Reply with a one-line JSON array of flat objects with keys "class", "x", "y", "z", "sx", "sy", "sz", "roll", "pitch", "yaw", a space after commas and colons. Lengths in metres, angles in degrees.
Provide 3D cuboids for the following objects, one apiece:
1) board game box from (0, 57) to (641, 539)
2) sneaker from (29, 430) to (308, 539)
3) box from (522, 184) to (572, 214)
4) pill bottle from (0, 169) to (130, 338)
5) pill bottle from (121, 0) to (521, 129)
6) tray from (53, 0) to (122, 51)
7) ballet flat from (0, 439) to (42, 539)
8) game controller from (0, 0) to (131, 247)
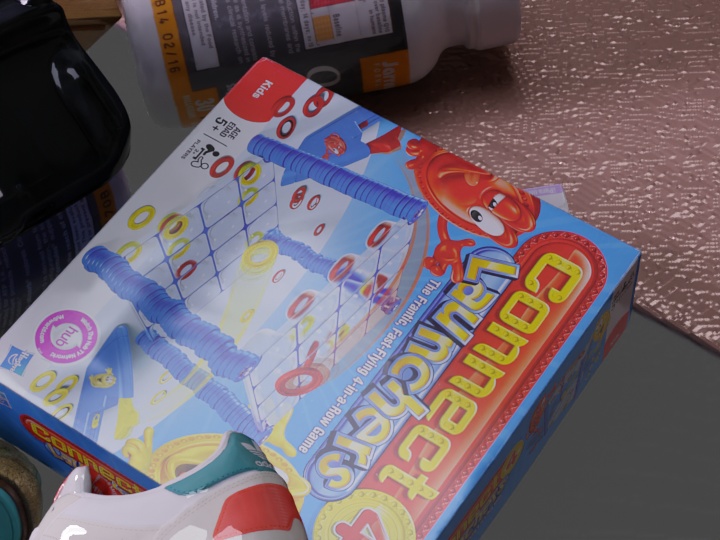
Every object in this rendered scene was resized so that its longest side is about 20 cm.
[{"class": "board game box", "x": -0.018, "y": 0.030, "z": 0.720, "sx": 0.195, "sy": 0.056, "sz": 0.200, "roll": 28, "pitch": 61, "yaw": 20}, {"class": "sneaker", "x": -0.105, "y": 0.127, "z": 0.630, "sx": 0.199, "sy": 0.070, "sz": 0.094, "roll": -27, "pitch": 54, "yaw": 12}, {"class": "box", "x": 0.000, "y": 0.000, "z": 0.807, "sx": 0.199, "sy": 0.042, "sz": 0.039, "roll": -8, "pitch": 43, "yaw": 1}, {"class": "pill bottle", "x": -0.206, "y": -0.006, "z": 0.758, "sx": 0.116, "sy": 0.117, "sz": 0.200, "roll": 25, "pitch": 39, "yaw": 32}, {"class": "pill bottle", "x": -0.022, "y": -0.147, "z": 0.914, "sx": 0.199, "sy": 0.117, "sz": 0.117, "roll": -11, "pitch": 42, "yaw": -1}, {"class": "tray", "x": -0.214, "y": -0.101, "z": 0.818, "sx": 0.200, "sy": 0.099, "sz": 0.037, "roll": -14, "pitch": 72, "yaw": -54}, {"class": "ballet flat", "x": -0.228, "y": 0.109, "z": 0.721, "sx": 0.199, "sy": 0.071, "sz": 0.071, "roll": -11, "pitch": 42, "yaw": -1}, {"class": "game controller", "x": -0.180, "y": -0.048, "z": 0.696, "sx": 0.200, "sy": 0.105, "sz": 0.042, "roll": -36, "pitch": 8, "yaw": -40}]
